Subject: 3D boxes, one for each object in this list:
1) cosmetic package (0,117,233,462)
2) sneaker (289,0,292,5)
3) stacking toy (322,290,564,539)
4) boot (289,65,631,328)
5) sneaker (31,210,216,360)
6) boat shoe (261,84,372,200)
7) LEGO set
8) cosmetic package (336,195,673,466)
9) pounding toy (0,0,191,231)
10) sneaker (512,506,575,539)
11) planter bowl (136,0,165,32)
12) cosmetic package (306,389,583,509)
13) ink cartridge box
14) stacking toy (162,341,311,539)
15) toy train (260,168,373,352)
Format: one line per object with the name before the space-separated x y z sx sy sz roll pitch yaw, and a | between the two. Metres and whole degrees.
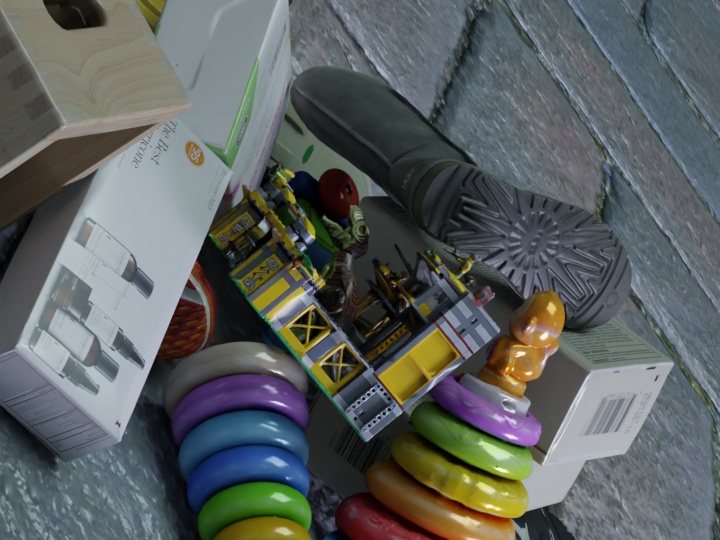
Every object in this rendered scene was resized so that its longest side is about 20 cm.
cosmetic package | -0.138 -0.002 1.425 0.083 0.051 0.200 46 44 -28
sneaker | -0.090 -0.165 1.857 0.200 0.079 0.096 -45 125 -69
stacking toy | 0.064 0.100 1.515 0.109 0.201 0.116 27 7 12
boot | 0.059 -0.048 1.638 0.182 0.073 0.200 35 -2 -29
sneaker | -0.151 -0.036 1.539 0.201 0.073 0.077 63 3 -7
boat shoe | -0.050 -0.074 1.798 0.067 0.072 0.200 21 -21 38
LEGO set | 0.000 0.000 1.518 0.154 0.116 0.200 51 0 -7
cosmetic package | 0.084 0.034 1.653 0.200 0.073 0.103 37 22 31
pounding toy | -0.203 -0.104 1.316 0.142 0.184 0.200 60 20 4
sneaker | 0.087 0.151 1.807 0.091 0.076 0.200 11 46 -51
planter bowl | -0.164 -0.174 1.654 0.200 0.083 0.201 48 22 -27
cosmetic package | 0.059 0.104 1.685 0.103 0.073 0.200 37 21 27
ink cartridge box | -0.090 -0.100 1.611 0.200 0.067 0.118 92 16 -74
stacking toy | -0.060 0.142 1.472 0.085 0.085 0.201 36 35 -46
toy train | 0.001 0.030 1.767 0.200 0.084 0.116 40 38 -42
